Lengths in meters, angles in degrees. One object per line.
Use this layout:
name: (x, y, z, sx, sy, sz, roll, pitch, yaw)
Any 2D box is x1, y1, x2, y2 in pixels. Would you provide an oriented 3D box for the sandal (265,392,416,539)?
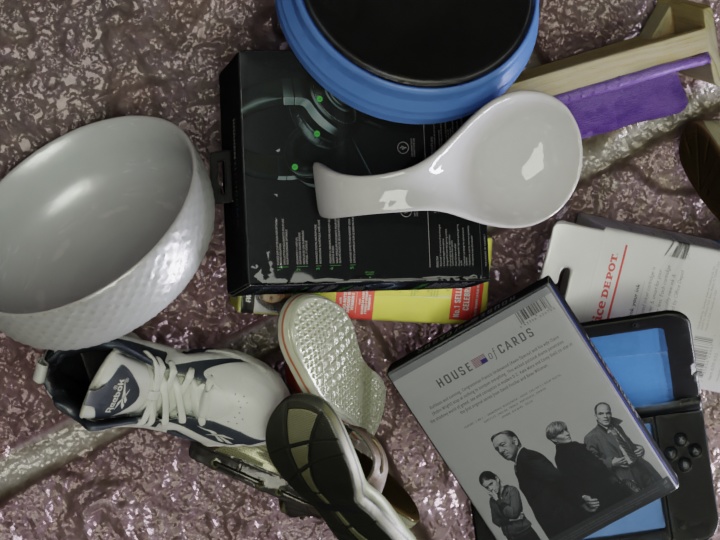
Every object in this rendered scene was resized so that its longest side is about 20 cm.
sandal: (-0.011, 0.153, 1.611, 0.058, 0.079, 0.202, -61, 142, -28)

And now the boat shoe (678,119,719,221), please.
boat shoe: (0.325, -0.040, 1.672, 0.064, 0.201, 0.072, -11, 148, -26)

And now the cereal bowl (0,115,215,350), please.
cereal bowl: (-0.191, -0.017, 1.552, 0.199, 0.200, 0.084, -34, 130, -3)

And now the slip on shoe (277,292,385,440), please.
slip on shoe: (-0.033, 0.075, 1.618, 0.061, 0.200, 0.075, 11, 70, 20)

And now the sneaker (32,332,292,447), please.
sneaker: (-0.155, 0.092, 1.575, 0.198, 0.130, 0.080, 23, 104, 9)

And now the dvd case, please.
dvd case: (0.135, 0.122, 1.644, 0.150, 0.025, 0.201, -29, 105, 15)

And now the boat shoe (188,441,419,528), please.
boat shoe: (-0.046, 0.165, 1.688, 0.199, 0.073, 0.065, 31, 105, -13)

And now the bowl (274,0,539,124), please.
bowl: (0.037, -0.205, 1.545, 0.198, 0.039, 0.202, 5, 64, -10)

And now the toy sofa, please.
toy sofa: (0.182, -0.140, 1.644, 0.198, 0.083, 0.099, -17, 107, -16)

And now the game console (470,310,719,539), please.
game console: (0.174, 0.138, 1.668, 0.198, 0.116, 0.178, -9, 80, 9)

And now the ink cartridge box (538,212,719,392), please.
ink cartridge box: (0.226, 0.023, 1.711, 0.198, 0.067, 0.117, 11, 101, -15)

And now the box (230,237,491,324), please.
box: (0.000, 0.000, 1.656, 0.198, 0.050, 0.076, 4, 99, -14)

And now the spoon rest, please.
spoon rest: (0.069, -0.070, 1.508, 0.198, 0.061, 0.100, -12, 106, -14)

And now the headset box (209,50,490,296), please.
headset box: (-0.013, -0.071, 1.572, 0.198, 0.093, 0.176, -3, 85, -14)
